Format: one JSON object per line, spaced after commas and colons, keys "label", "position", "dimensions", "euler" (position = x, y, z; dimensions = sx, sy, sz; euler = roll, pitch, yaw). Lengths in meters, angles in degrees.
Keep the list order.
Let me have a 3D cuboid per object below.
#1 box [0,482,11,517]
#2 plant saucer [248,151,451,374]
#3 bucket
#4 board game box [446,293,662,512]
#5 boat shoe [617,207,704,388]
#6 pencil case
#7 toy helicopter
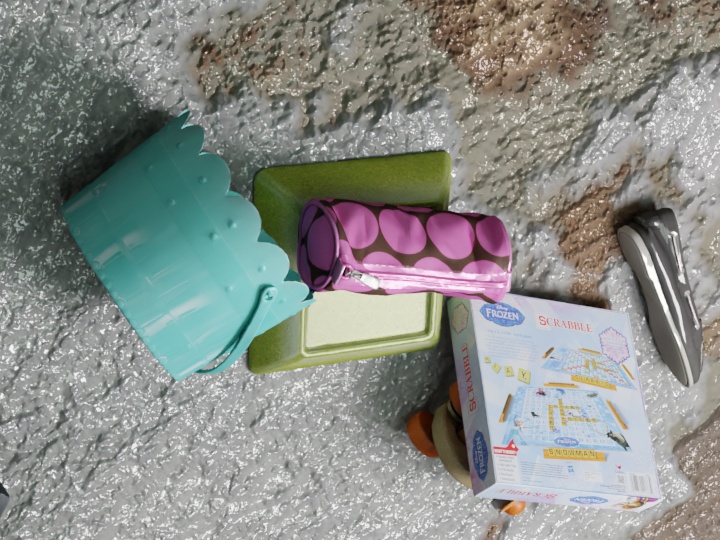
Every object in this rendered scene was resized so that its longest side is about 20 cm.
{"label": "box", "position": [-0.363, 0.202, 1.495], "dimensions": [0.044, 0.200, 0.160], "euler": [26, 97, -33]}
{"label": "plant saucer", "position": [0.000, 0.000, 1.696], "dimensions": [0.200, 0.048, 0.200], "euler": [-7, 113, -25]}
{"label": "bucket", "position": [-0.143, -0.016, 1.528], "dimensions": [0.135, 0.207, 0.207], "euler": [-34, 122, -2]}
{"label": "board game box", "position": [0.185, 0.124, 1.771], "dimensions": [0.200, 0.041, 0.200], "euler": [10, 60, -31]}
{"label": "boat shoe", "position": [0.318, 0.028, 1.862], "dimensions": [0.057, 0.067, 0.200], "euler": [-29, 117, -9]}
{"label": "pencil case", "position": [0.043, -0.012, 1.629], "dimensions": [0.200, 0.094, 0.091], "euler": [1, 109, -29]}
{"label": "toy helicopter", "position": [0.144, 0.186, 1.808], "dimensions": [0.079, 0.132, 0.200], "euler": [-41, 147, 27]}
